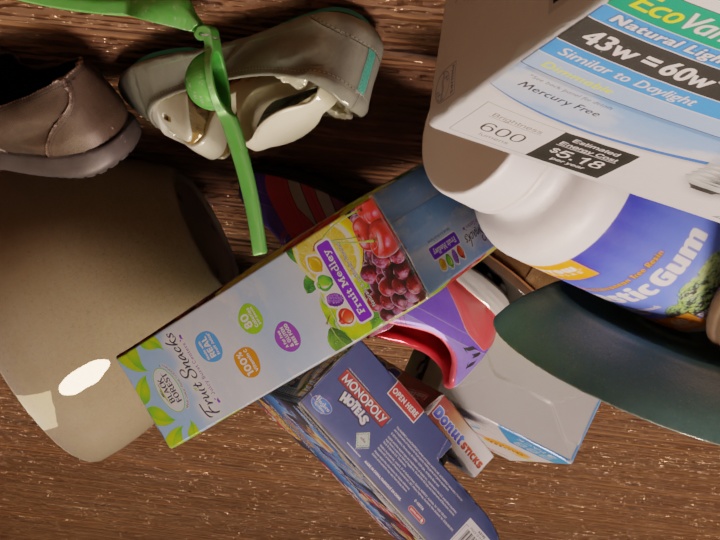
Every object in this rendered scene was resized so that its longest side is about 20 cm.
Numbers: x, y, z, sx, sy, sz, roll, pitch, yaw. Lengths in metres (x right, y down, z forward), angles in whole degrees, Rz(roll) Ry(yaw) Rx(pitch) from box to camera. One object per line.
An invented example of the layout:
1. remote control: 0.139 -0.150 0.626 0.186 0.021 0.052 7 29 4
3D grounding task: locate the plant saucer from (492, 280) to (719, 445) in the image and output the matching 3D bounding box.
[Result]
1. plant saucer: 0.176 0.049 1.027 0.198 0.036 0.200 19 -167 -4

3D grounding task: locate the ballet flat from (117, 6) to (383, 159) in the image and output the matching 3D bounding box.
1. ballet flat: -0.071 -0.095 0.971 0.199 0.064 0.067 -10 154 43

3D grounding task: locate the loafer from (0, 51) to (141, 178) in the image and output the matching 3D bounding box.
1. loafer: -0.221 -0.101 1.036 0.198 0.073 0.072 0 126 25

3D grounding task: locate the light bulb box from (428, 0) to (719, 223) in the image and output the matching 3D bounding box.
1. light bulb box: 0.161 -0.117 0.717 0.196 0.126 0.200 15 161 -20

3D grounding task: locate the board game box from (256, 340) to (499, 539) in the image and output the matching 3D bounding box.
1. board game box: 0.000 0.116 1.239 0.200 0.062 0.200 49 169 -23

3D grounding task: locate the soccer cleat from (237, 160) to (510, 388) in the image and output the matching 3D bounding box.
1. soccer cleat: 0.000 0.000 1.140 0.199 0.074 0.068 30 162 -4

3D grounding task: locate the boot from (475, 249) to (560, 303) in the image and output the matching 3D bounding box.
1. boot: 0.130 0.004 1.188 0.199 0.076 0.074 31 167 -9

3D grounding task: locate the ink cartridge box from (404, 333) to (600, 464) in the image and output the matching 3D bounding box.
1. ink cartridge box: 0.097 0.093 1.340 0.114 0.068 0.200 28 171 -7

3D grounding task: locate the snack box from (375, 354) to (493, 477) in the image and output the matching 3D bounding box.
1. snack box: 0.019 0.090 1.297 0.072 0.024 0.199 52 166 -31

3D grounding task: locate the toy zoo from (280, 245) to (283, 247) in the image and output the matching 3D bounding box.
1. toy zoo: -0.001 0.009 1.306 0.130 0.021 0.200 11 161 -8

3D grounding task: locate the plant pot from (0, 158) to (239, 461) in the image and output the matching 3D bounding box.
1. plant pot: -0.156 0.005 1.147 0.133 0.202 0.200 -26 153 9

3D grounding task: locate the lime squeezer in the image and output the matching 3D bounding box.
1. lime squeezer: -0.099 -0.102 0.917 0.200 0.071 0.038 45 173 2

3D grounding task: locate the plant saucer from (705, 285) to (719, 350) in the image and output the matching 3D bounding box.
1. plant saucer: 0.279 -0.009 0.956 0.198 0.030 0.201 -25 154 -13

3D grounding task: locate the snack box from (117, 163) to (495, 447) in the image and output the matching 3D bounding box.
1. snack box: -0.017 0.009 1.017 0.199 0.068 0.168 -30 -179 31

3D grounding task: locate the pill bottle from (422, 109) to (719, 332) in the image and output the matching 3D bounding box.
1. pill bottle: 0.131 -0.046 0.954 0.199 0.113 0.111 21 157 -36
